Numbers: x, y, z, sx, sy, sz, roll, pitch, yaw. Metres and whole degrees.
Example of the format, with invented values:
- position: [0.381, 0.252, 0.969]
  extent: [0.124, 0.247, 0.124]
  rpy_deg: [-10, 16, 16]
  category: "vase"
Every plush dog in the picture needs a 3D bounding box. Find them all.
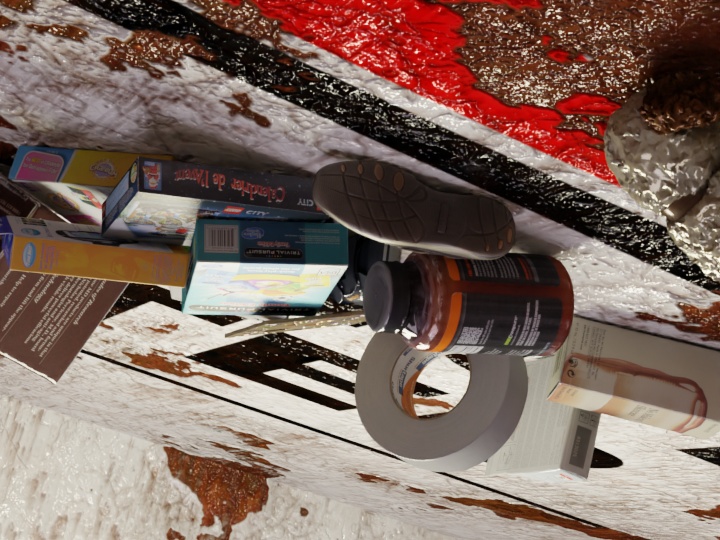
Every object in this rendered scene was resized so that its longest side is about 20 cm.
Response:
- position: [0.253, -0.064, 0.992]
  extent: [0.172, 0.161, 0.200]
  rpy_deg: [38, 163, 2]
  category: "plush dog"

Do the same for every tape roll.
- position: [0.096, 0.137, 1.615]
  extent: [0.200, 0.201, 0.066]
  rpy_deg: [3, 160, 31]
  category: "tape roll"

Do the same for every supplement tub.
- position: [0.107, 0.031, 1.359]
  extent: [0.200, 0.107, 0.107]
  rpy_deg: [4, 168, -23]
  category: "supplement tub"

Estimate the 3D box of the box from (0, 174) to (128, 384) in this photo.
- position: [-0.404, -0.004, 1.543]
  extent: [0.166, 0.164, 0.200]
  rpy_deg: [31, 173, 32]
  category: "box"

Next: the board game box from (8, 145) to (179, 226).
- position: [-0.257, -0.081, 1.476]
  extent: [0.200, 0.040, 0.153]
  rpy_deg: [6, 161, 24]
  category: "board game box"

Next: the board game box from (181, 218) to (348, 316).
- position: [-0.104, 0.001, 1.415]
  extent: [0.151, 0.047, 0.200]
  rpy_deg: [2, 163, -11]
  category: "board game box"

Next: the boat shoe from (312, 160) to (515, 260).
- position: [0.046, -0.047, 1.291]
  extent: [0.200, 0.075, 0.073]
  rpy_deg: [18, 162, -9]
  category: "boat shoe"

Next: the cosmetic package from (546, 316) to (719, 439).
- position: [0.330, 0.128, 1.595]
  extent: [0.200, 0.087, 0.103]
  rpy_deg: [13, 162, 3]
  category: "cosmetic package"

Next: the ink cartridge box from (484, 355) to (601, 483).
- position: [0.240, 0.193, 1.745]
  extent: [0.050, 0.163, 0.200]
  rpy_deg: [21, 162, -16]
  category: "ink cartridge box"

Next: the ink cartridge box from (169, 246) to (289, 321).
- position: [-0.151, 0.019, 1.649]
  extent: [0.147, 0.076, 0.200]
  rpy_deg: [14, 162, 0]
  category: "ink cartridge box"

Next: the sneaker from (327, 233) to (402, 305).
- position: [0.000, 0.000, 1.466]
  extent: [0.079, 0.079, 0.200]
  rpy_deg: [9, 165, -4]
  category: "sneaker"

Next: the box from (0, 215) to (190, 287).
- position: [-0.284, -0.021, 1.387]
  extent: [0.200, 0.042, 0.119]
  rpy_deg: [5, -170, -19]
  category: "box"

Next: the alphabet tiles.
- position: [-0.040, 0.058, 1.562]
  extent: [0.200, 0.008, 0.167]
  rpy_deg: [-6, 174, -22]
  category: "alphabet tiles"

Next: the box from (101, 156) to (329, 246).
- position: [-0.144, -0.061, 1.354]
  extent: [0.200, 0.038, 0.137]
  rpy_deg: [6, 160, -24]
  category: "box"
